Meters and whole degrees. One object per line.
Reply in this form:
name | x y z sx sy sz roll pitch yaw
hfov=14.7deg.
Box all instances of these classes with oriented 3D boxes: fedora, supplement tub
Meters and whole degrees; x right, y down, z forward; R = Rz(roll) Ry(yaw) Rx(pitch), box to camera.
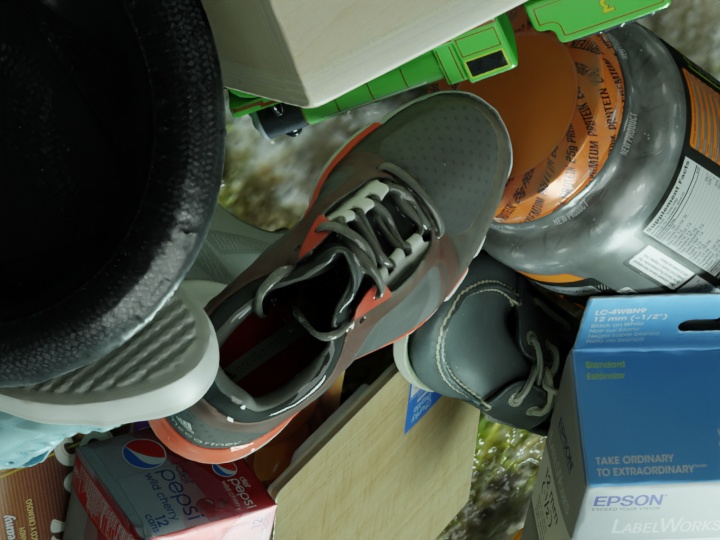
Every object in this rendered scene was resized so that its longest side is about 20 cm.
fedora | -0.129 -0.056 1.034 0.201 0.201 0.092 -47 168 6
supplement tub | 0.122 -0.040 1.264 0.123 0.123 0.200 -50 138 10

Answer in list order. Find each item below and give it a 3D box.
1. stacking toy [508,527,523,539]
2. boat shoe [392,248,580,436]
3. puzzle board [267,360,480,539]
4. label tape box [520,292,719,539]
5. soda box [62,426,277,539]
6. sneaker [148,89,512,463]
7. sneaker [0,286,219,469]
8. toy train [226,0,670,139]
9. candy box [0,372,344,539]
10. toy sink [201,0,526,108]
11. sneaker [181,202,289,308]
stacking toy | 0.057 0.223 1.469 0.116 0.109 0.201 -2 116 -55
boat shoe | 0.077 0.039 1.307 0.073 0.062 0.200 -65 153 -2
puzzle board | 0.004 0.104 1.314 0.200 0.017 0.151 -44 149 -45
label tape box | 0.160 0.096 1.290 0.142 0.066 0.201 -1 140 -10
soda box | -0.094 0.160 1.231 0.070 0.063 0.201 -13 136 -29
sneaker | 0.000 0.000 1.117 0.200 0.077 0.082 -48 -175 -21
sneaker | -0.131 0.042 1.105 0.082 0.199 0.074 53 48 -45
toy train | 0.033 -0.102 1.146 0.199 0.042 0.057 -18 130 13
candy box | -0.107 0.087 1.245 0.199 0.057 0.117 -14 133 -27
toy sink | -0.020 -0.147 1.051 0.130 0.200 0.113 -27 108 -16
sneaker | -0.107 -0.010 1.160 0.199 0.080 0.074 22 151 -33
